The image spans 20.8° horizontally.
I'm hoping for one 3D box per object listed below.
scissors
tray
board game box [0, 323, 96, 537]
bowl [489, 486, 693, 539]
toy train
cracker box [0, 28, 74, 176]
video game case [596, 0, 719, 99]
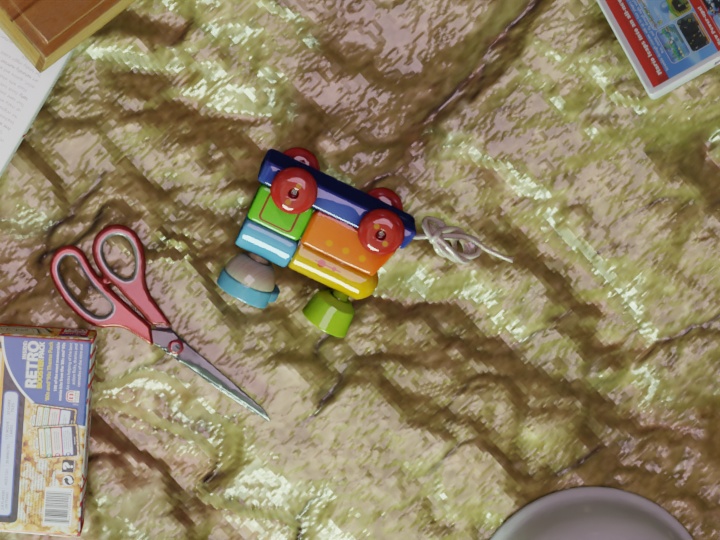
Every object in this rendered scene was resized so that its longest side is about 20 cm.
[{"bbox_3d":[-0.153,0.054,1.481,0.073,0.014,0.200,-37,99,-2],"label":"scissors"},{"bbox_3d":[-0.181,-0.239,1.389,0.200,0.037,0.099,-42,91,-23],"label":"tray"},{"bbox_3d":[-0.301,0.114,1.458,0.199,0.046,0.152,5,96,-5],"label":"board game box"},{"bbox_3d":[0.181,0.272,1.490,0.200,0.090,0.202,0,97,-3],"label":"bowl"},{"bbox_3d":[0.000,0.000,1.454,0.199,0.085,0.116,25,104,-7],"label":"toy train"},{"bbox_3d":[-0.288,-0.156,1.422,0.134,0.058,0.200,31,92,-8],"label":"cracker box"},{"bbox_3d":[0.268,-0.234,1.434,0.199,0.017,0.143,-29,76,9],"label":"video game case"}]
